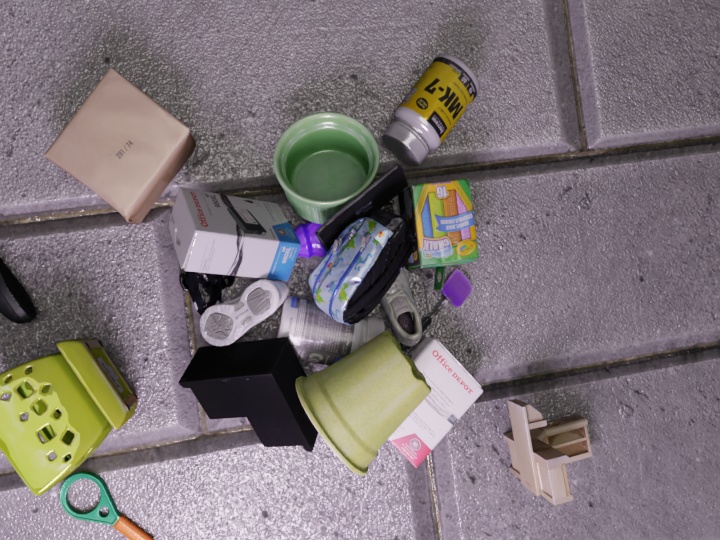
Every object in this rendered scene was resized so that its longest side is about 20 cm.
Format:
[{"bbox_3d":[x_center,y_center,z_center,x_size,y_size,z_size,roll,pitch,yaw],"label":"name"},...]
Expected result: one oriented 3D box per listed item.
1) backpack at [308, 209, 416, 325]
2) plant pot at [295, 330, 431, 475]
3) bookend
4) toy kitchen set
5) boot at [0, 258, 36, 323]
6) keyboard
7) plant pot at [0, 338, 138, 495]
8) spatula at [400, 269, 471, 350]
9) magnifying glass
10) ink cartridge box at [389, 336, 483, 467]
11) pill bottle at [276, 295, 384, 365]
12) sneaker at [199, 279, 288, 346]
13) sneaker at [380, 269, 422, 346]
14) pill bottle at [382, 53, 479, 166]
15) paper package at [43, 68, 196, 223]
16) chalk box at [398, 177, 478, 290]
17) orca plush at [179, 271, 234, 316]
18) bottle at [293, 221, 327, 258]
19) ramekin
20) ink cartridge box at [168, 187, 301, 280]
[{"bbox_3d":[0.000,0.000,1.075,0.151,0.163,0.204,20,79,15],"label":"backpack"},{"bbox_3d":[0.018,0.213,1.035,0.183,0.200,0.202,-38,94,2],"label":"plant pot"},{"bbox_3d":[-0.195,0.238,1.106,0.194,0.093,0.203,-9,123,21],"label":"bookend"},{"bbox_3d":[0.388,0.318,1.154,0.176,0.200,0.168,-11,90,-9],"label":"toy kitchen set"},{"bbox_3d":[-0.699,0.053,1.059,0.161,0.073,0.200,-38,87,-10],"label":"boot"},{"bbox_3d":[0.007,-0.107,1.094,0.199,0.127,0.021,-38,63,-4],"label":"keyboard"},{"bbox_3d":[-0.505,0.230,1.025,0.180,0.199,0.202,-34,93,-14],"label":"plant pot"},{"bbox_3d":[0.152,0.087,1.215,0.056,0.021,0.200,43,87,-5],"label":"spatula"},{"bbox_3d":[-0.469,0.452,1.108,0.199,0.022,0.080,40,83,-4],"label":"magnifying glass"},{"bbox_3d":[0.120,0.253,1.173,0.145,0.084,0.200,44,84,-5],"label":"ink cartridge box"},{"bbox_3d":[-0.059,0.123,1.136,0.195,0.114,0.117,12,86,-8],"label":"pill bottle"},{"bbox_3d":[-0.209,0.078,1.105,0.197,0.099,0.079,-26,87,22],"label":"sneaker"},{"bbox_3d":[0.074,0.047,1.162,0.074,0.100,0.204,-25,83,-3],"label":"sneaker"},{"bbox_3d":[0.138,-0.315,1.183,0.113,0.114,0.202,37,83,-6],"label":"pill bottle"},{"bbox_3d":[-0.433,-0.224,1.096,0.189,0.103,0.202,37,84,-6],"label":"paper package"},{"bbox_3d":[0.154,-0.065,1.172,0.121,0.125,0.206,-7,90,-9],"label":"chalk box"},{"bbox_3d":[-0.287,-0.011,1.126,0.103,0.071,0.205,13,86,-8],"label":"orca plush"},{"bbox_3d":[-0.063,-0.070,1.166,0.195,0.065,0.086,-17,90,-9],"label":"bottle"},{"bbox_3d":[-0.062,-0.187,1.125,0.194,0.098,0.205,0,64,0],"label":"ramekin"},{"bbox_3d":[-0.224,-0.063,1.058,0.196,0.145,0.085,6,123,-35],"label":"ink cartridge box"}]
